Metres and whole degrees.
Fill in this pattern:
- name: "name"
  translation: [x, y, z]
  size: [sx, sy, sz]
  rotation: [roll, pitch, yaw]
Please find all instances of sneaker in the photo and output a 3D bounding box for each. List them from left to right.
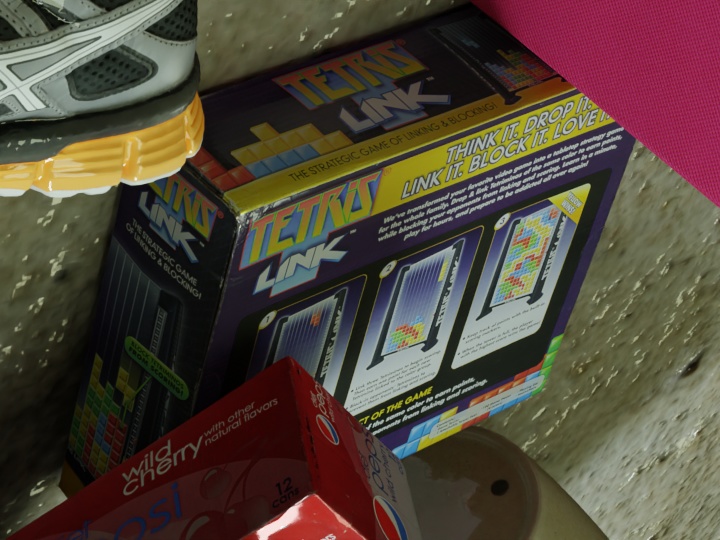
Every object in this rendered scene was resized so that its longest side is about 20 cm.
- name: "sneaker"
  translation: [-0.117, -0.055, 0.579]
  size: [0.200, 0.078, 0.077]
  rotation: [-19, 128, -48]

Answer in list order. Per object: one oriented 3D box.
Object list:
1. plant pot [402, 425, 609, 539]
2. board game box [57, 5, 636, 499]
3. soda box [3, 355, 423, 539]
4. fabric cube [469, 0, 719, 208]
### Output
- name: "plant pot"
  translation: [0.048, 0.163, 0.997]
  size: [0.187, 0.187, 0.200]
  rotation: [-38, 137, -18]
- name: "board game box"
  translation: [0.000, 0.000, 0.823]
  size: [0.200, 0.057, 0.166]
  rotation: [-22, 141, -39]
- name: "soda box"
  translation: [-0.078, 0.114, 0.763]
  size: [0.200, 0.064, 0.070]
  rotation: [-33, 128, 16]
- name: "fabric cube"
  translation: [0.180, -0.132, 0.753]
  size: [0.196, 0.199, 0.200]
  rotation: [-23, 143, -40]
